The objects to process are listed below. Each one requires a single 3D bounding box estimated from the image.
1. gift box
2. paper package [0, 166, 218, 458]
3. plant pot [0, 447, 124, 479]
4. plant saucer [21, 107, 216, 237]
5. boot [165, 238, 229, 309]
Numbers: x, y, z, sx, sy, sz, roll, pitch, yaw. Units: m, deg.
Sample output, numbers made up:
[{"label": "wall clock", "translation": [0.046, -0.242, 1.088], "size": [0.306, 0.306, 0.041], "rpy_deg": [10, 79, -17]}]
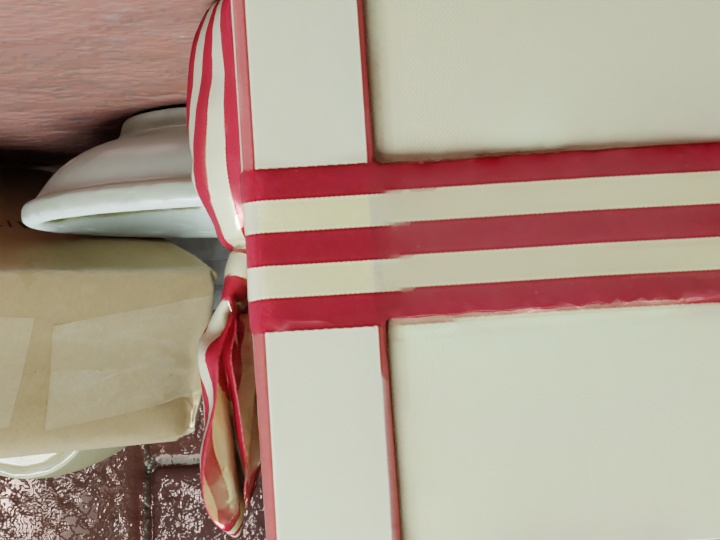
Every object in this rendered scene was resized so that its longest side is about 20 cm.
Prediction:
[{"label": "gift box", "translation": [0.042, 0.006, 0.467], "size": [0.186, 0.186, 0.200], "rpy_deg": [-4, 171, 1]}, {"label": "paper package", "translation": [-0.209, 0.015, 0.781], "size": [0.199, 0.104, 0.190], "rpy_deg": [-1, -159, -43]}, {"label": "plant pot", "translation": [-0.214, 0.064, 1.035], "size": [0.186, 0.188, 0.200], "rpy_deg": [-2, -168, 1]}, {"label": "plant saucer", "translation": [-0.058, -0.046, 0.711], "size": [0.199, 0.051, 0.200], "rpy_deg": [-2, 178, 0]}, {"label": "boot", "translation": [-0.067, -0.012, 0.948], "size": [0.073, 0.096, 0.200], "rpy_deg": [-3, 177, 25]}]
